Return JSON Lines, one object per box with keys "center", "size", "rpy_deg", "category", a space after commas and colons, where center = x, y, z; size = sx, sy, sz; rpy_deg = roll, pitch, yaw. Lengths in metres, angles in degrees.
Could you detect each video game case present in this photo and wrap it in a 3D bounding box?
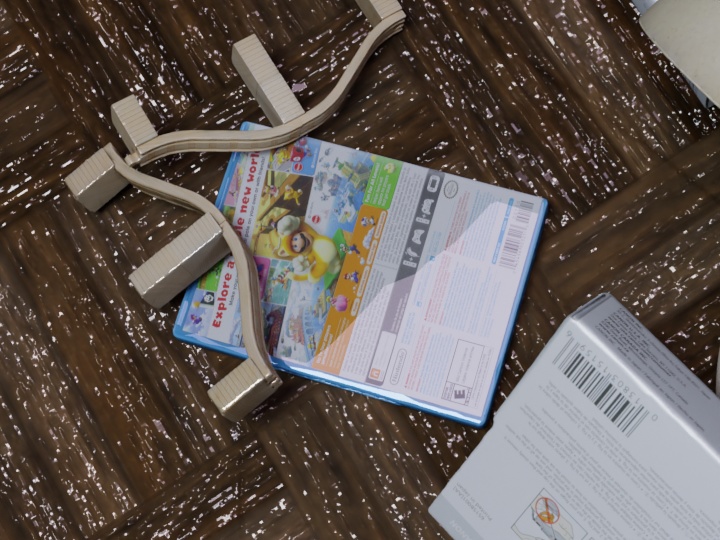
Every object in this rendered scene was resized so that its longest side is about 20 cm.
{"center": [0.000, 0.000, 0.929], "size": [0.198, 0.018, 0.144], "rpy_deg": [15, 78, 11], "category": "video game case"}

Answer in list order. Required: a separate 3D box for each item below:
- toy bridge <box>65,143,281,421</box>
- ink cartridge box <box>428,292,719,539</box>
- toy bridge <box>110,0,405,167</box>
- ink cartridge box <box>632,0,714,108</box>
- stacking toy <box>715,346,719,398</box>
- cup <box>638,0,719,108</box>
{"center": [-0.104, -0.007, 0.914], "size": [0.067, 0.027, 0.200], "rpy_deg": [-38, 63, 2], "category": "toy bridge"}
{"center": [0.151, 0.142, 0.828], "size": [0.200, 0.174, 0.043], "rpy_deg": [45, 41, 16], "category": "ink cartridge box"}
{"center": [-0.056, -0.111, 0.938], "size": [0.199, 0.027, 0.068], "rpy_deg": [-30, 78, -16], "category": "toy bridge"}
{"center": [0.244, -0.234, 0.945], "size": [0.199, 0.047, 0.199], "rpy_deg": [-30, 72, -2], "category": "ink cartridge box"}
{"center": [0.307, 0.057, 0.835], "size": [0.198, 0.146, 0.147], "rpy_deg": [15, 77, -8], "category": "stacking toy"}
{"center": [0.265, -0.120, 0.788], "size": [0.200, 0.200, 0.144], "rpy_deg": [45, 109, 16], "category": "cup"}
